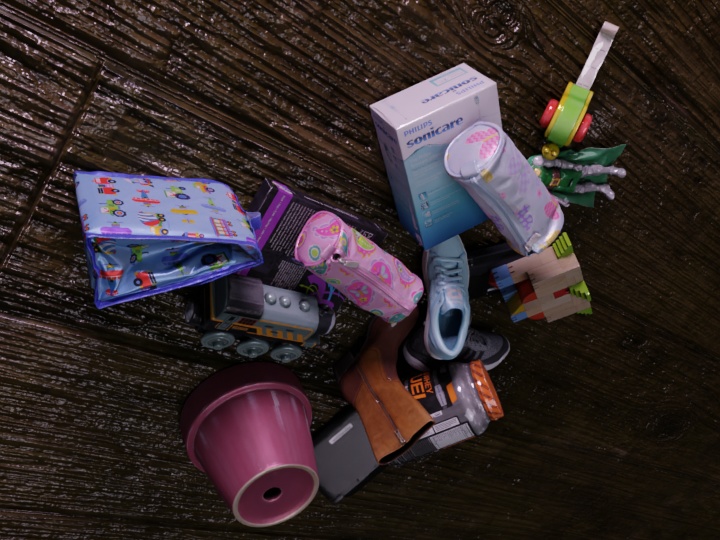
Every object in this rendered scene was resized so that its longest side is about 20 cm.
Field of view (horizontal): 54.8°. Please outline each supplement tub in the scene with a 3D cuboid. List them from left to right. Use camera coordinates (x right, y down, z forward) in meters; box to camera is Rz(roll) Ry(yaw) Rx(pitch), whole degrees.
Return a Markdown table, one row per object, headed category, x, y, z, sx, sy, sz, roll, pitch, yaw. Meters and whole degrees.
| category | x | y | z | sx | sy | sz | roll | pitch | yaw |
| --- | --- | --- | --- | --- | --- | --- | --- | --- | --- |
| supplement tub | 0.117 | 0.223 | 1.108 | 0.200 | 0.123 | 0.123 | -24 | 132 | 10 |

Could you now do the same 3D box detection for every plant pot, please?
| category | x | y | z | sx | sy | sz | roll | pitch | yaw |
| --- | --- | --- | --- | --- | --- | --- | --- | --- | --- |
| plant pot | -0.151 | 0.267 | 1.030 | 0.200 | 0.179 | 0.200 | -15 | 129 | -19 |

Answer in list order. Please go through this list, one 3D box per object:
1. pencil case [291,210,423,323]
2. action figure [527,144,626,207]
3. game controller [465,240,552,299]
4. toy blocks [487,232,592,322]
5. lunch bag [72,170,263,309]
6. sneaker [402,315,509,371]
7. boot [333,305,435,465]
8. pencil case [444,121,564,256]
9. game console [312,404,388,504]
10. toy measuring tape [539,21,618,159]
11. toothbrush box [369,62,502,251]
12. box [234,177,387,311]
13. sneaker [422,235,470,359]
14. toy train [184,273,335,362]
| category | x | y | z | sx | sy | sz | roll | pitch | yaw |
| --- | --- | --- | --- | --- | --- | --- | --- | --- | --- |
| pencil case | 0.000 | 0.000 | 0.937 | 0.087 | 0.087 | 0.200 | -46 | 133 | 9 |
| action figure | 0.311 | -0.142 | 1.068 | 0.199 | 0.055 | 0.118 | -1 | 126 | -22 |
| game controller | 0.224 | -0.003 | 1.135 | 0.199 | 0.042 | 0.104 | -12 | 142 | -19 |
| toy blocks | 0.289 | 0.032 | 1.121 | 0.136 | 0.100 | 0.200 | -22 | 146 | 13 |
| lunch bag | -0.210 | -0.051 | 0.790 | 0.199 | 0.151 | 0.094 | -9 | 127 | -22 |
| sneaker | 0.175 | 0.110 | 1.143 | 0.199 | 0.076 | 0.114 | -1 | 138 | -23 |
| boot | 0.054 | 0.160 | 1.046 | 0.188 | 0.200 | 0.068 | -43 | 129 | 5 |
| pencil case | 0.187 | -0.100 | 0.894 | 0.200 | 0.083 | 0.091 | 41 | 62 | -40 |
| game console | 0.003 | 0.314 | 1.252 | 0.200 | 0.116 | 0.176 | -41 | 101 | 4 |
| toy measuring tape | 0.305 | -0.245 | 0.973 | 0.073 | 0.074 | 0.200 | 5 | 121 | -30 |
| toothbrush box | 0.112 | -0.150 | 0.932 | 0.146 | 0.085 | 0.200 | -27 | 132 | -9 |
| box | -0.077 | -0.029 | 0.954 | 0.200 | 0.036 | 0.143 | 20 | 112 | -35 |
| sneaker | 0.136 | 0.034 | 1.026 | 0.074 | 0.082 | 0.201 | -1 | 89 | -13 |
| toy train | -0.131 | 0.064 | 0.937 | 0.200 | 0.085 | 0.114 | 16 | 144 | -33 |
